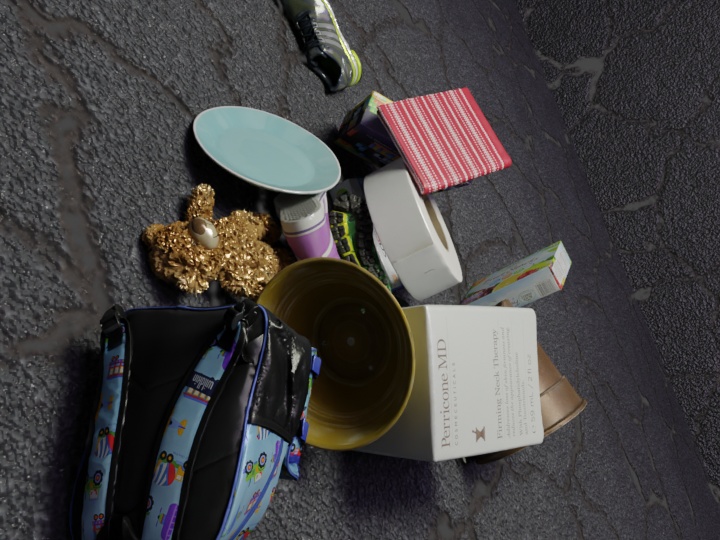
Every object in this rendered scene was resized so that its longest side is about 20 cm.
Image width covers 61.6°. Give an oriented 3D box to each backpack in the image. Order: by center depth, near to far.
[{"bbox_3d":[-0.133,0.138,0.488,0.135,0.178,0.205,43,48,-55],"label":"backpack"}]

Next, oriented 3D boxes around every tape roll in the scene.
[{"bbox_3d":[0.079,-0.062,0.889,0.204,0.070,0.204,58,17,-29],"label":"tape roll"}]

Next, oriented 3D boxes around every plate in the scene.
[{"bbox_3d":[-0.120,-0.150,0.780,0.196,0.026,0.202,19,33,-12],"label":"plate"}]

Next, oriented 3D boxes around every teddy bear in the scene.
[{"bbox_3d":[-0.144,-0.029,0.683,0.198,0.066,0.148,19,51,-49],"label":"teddy bear"}]

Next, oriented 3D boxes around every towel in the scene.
[{"bbox_3d":[0.125,-0.192,0.878,0.197,0.022,0.147,-21,76,-36],"label":"towel"}]

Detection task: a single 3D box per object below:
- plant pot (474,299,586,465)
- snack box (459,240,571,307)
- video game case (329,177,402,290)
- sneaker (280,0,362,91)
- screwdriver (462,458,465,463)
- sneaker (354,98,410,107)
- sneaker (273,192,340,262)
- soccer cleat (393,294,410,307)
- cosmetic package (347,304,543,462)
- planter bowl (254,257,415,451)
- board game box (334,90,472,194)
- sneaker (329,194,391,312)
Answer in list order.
[{"bbox_3d":[0.224,0.169,0.970,0.199,0.199,0.201,-11,69,-56],"label":"plant pot"},{"bbox_3d":[0.291,0.028,1.143,0.054,0.198,0.142,58,33,-4],"label":"snack box"},{"bbox_3d":[0.050,-0.064,1.006,0.199,0.045,0.185,-17,83,-58],"label":"video game case"},{"bbox_3d":[-0.072,-0.401,1.044,0.201,0.073,0.081,52,37,-15],"label":"sneaker"},{"bbox_3d":[0.121,0.202,0.930,0.028,0.029,0.203,-22,82,-57],"label":"screwdriver"},{"bbox_3d":[0.072,-0.254,1.048,0.073,0.197,0.073,-57,140,-15],"label":"sneaker"},{"bbox_3d":[-0.065,-0.046,0.795,0.202,0.071,0.116,-96,167,-65],"label":"sneaker"},{"bbox_3d":[0.068,0.134,0.878,0.080,0.067,0.204,-14,81,-50],"label":"soccer cleat"},{"bbox_3d":[0.102,0.136,0.760,0.196,0.165,0.172,4,80,-37],"label":"cosmetic package"},{"bbox_3d":[-0.023,0.086,0.670,0.204,0.197,0.083,66,21,5],"label":"planter bowl"},{"bbox_3d":[0.070,-0.195,0.969,0.197,0.165,0.058,26,85,-15],"label":"board game box"},{"bbox_3d":[0.000,0.000,0.860,0.085,0.076,0.206,93,-9,-82],"label":"sneaker"}]
